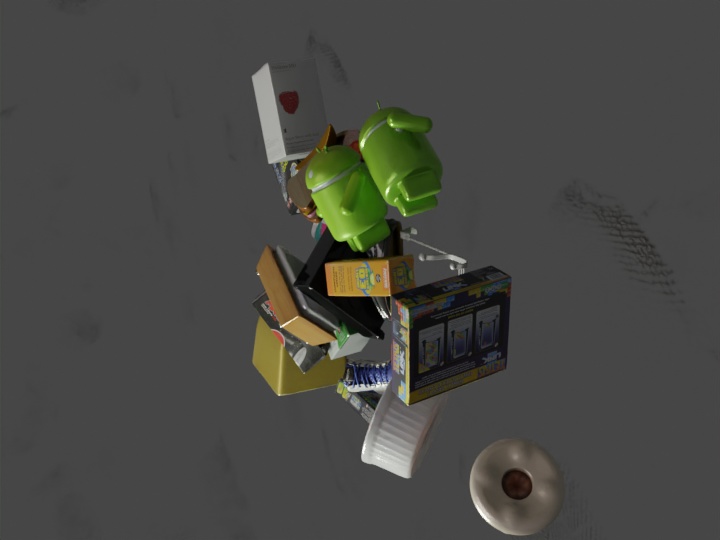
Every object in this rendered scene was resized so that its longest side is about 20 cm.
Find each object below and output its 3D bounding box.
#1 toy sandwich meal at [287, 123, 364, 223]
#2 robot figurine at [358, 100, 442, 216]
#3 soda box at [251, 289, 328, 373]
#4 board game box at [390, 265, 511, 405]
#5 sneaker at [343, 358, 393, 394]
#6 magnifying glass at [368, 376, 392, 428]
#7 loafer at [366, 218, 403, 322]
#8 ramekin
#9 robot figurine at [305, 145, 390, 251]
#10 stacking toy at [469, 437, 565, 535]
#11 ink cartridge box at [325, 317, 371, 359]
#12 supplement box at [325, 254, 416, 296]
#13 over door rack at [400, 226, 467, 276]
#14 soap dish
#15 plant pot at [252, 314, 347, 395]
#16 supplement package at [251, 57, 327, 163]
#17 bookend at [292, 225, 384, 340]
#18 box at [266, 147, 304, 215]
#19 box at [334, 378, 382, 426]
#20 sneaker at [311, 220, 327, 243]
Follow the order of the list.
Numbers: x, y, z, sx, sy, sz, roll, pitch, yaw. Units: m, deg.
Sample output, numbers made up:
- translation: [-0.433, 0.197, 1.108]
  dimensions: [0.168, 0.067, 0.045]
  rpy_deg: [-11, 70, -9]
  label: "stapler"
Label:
- translation: [-0.066, -0.201, 1.551]
  dimensions: [0.202, 0.070, 0.210]
  rpy_deg: [-21, 57, 36]
  label: "toy sandwich meal"
- translation: [0.067, -0.194, 1.318]
  dimensions: [0.177, 0.113, 0.203]
  rpy_deg: [95, 153, -58]
  label: "robot figurine"
- translation: [-0.159, 0.128, 1.741]
  dimensions: [0.202, 0.070, 0.063]
  rpy_deg: [53, -174, -6]
  label: "soda box"
- translation: [0.141, 0.099, 1.196]
  dimensions: [0.057, 0.196, 0.169]
  rpy_deg: [35, 132, 52]
  label: "board game box"
- translation: [0.028, 0.224, 1.592]
  dimensions: [0.199, 0.112, 0.083]
  rpy_deg: [155, 118, -65]
  label: "sneaker"
- translation: [0.067, 0.212, 1.470]
  dimensions: [0.022, 0.203, 0.080]
  rpy_deg: [22, 168, 15]
  label: "magnifying glass"
- translation: [0.058, 0.000, 1.489]
  dimensions: [0.071, 0.072, 0.205]
  rpy_deg: [-5, 99, 40]
  label: "loafer"
- translation: [0.087, 0.278, 1.411]
  dimensions: [0.096, 0.201, 0.204]
  rpy_deg: [23, 132, 16]
  label: "ramekin"
- translation: [-0.025, -0.137, 1.406]
  dimensions: [0.203, 0.114, 0.175]
  rpy_deg: [61, 167, -11]
  label: "robot figurine"
- translation: [0.247, 0.373, 1.232]
  dimensions: [0.148, 0.144, 0.202]
  rpy_deg: [59, 169, 34]
  label: "stacking toy"
- translation: [-0.047, 0.076, 1.740]
  dimensions: [0.204, 0.081, 0.147]
  rpy_deg: [69, 154, 19]
  label: "ink cartridge box"
- translation: [0.016, 0.011, 1.402]
  dimensions: [0.198, 0.068, 0.068]
  rpy_deg: [-4, 93, 52]
  label: "supplement box"
- translation: [0.118, 0.026, 1.373]
  dimensions: [0.199, 0.065, 0.151]
  rpy_deg: [36, 133, 56]
  label: "over door rack"
- translation: [-0.137, 0.057, 1.646]
  dimensions: [0.157, 0.081, 0.202]
  rpy_deg: [39, -161, -53]
  label: "soap dish"
- translation: [-0.146, 0.158, 1.889]
  dimensions: [0.194, 0.191, 0.205]
  rpy_deg: [35, 126, 56]
  label: "plant pot"
- translation: [-0.155, -0.357, 1.722]
  dimensions: [0.119, 0.119, 0.205]
  rpy_deg: [-2, 100, 65]
  label: "supplement package"
- translation: [0.000, 0.000, 1.561]
  dimensions: [0.203, 0.197, 0.092]
  rpy_deg: [-60, 22, -13]
  label: "bookend"
- translation: [-0.169, -0.264, 1.891]
  dimensions: [0.204, 0.043, 0.161]
  rpy_deg: [69, 155, 18]
  label: "box"
- translation: [0.035, 0.294, 1.633]
  dimensions: [0.199, 0.108, 0.035]
  rpy_deg: [31, 100, 58]
  label: "box"
- translation: [-0.039, -0.110, 1.637]
  dimensions: [0.121, 0.082, 0.203]
  rpy_deg: [51, 138, 32]
  label: "sneaker"
